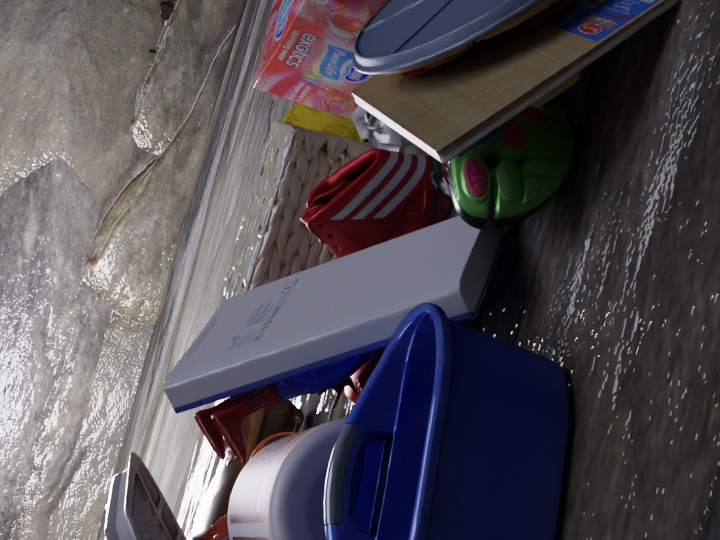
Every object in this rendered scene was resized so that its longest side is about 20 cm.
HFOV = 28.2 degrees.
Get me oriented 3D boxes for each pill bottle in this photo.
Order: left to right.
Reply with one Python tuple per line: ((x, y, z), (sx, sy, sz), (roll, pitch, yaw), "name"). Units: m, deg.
((-0.024, 0.159, 0.926), (0.200, 0.112, 0.114), (147, 138, -71), "pill bottle")

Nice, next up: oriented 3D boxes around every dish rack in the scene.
((-0.161, 0.247, 1.144), (0.173, 0.043, 0.200), (64, 176, -11), "dish rack")

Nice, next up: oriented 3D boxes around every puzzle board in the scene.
((0.081, -0.123, 0.827), (0.150, 0.017, 0.200), (-34, 21, -3), "puzzle board")

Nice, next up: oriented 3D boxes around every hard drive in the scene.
((-0.013, 0.023, 0.885), (0.198, 0.026, 0.132), (-19, 17, 21), "hard drive")

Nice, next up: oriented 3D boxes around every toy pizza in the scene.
((0.083, -0.171, 0.862), (0.199, 0.032, 0.201), (-30, 21, 13), "toy pizza")

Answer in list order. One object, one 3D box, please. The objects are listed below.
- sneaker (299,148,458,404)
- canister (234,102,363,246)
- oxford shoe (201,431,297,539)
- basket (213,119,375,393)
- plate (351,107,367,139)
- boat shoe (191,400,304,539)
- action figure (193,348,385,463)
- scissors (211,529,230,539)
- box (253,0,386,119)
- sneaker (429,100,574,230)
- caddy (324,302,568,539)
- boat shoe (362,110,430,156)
((0.000, 0.000, 1.011), (0.079, 0.114, 0.202), (-101, 31, -66), "sneaker")
((-0.071, -0.057, 1.462), (0.200, 0.086, 0.150), (124, 159, -57), "canister")
((-0.077, 0.222, 1.147), (0.201, 0.071, 0.074), (-59, -30, -48), "oxford shoe")
((-0.035, -0.018, 1.170), (0.136, 0.122, 0.202), (-144, 72, -76), "basket")
((0.034, -0.236, 1.349), (0.200, 0.032, 0.202), (-110, 37, -70), "plate")
((-0.092, 0.185, 1.261), (0.070, 0.070, 0.201), (-35, 27, 40), "boat shoe")
((-0.008, 0.056, 0.908), (0.199, 0.052, 0.065), (-35, 5, -22), "action figure")
((-0.049, 0.265, 1.010), (0.014, 0.072, 0.202), (100, 149, -76), "scissors")
((-0.016, -0.224, 1.255), (0.200, 0.102, 0.096), (139, 146, -64), "box")
((0.082, -0.068, 0.866), (0.200, 0.076, 0.085), (-76, 2, -63), "sneaker")
((0.032, 0.118, 0.746), (0.141, 0.104, 0.202), (131, 153, -63), "caddy")
((0.033, -0.111, 1.068), (0.202, 0.069, 0.071), (-70, 18, -10), "boat shoe")
